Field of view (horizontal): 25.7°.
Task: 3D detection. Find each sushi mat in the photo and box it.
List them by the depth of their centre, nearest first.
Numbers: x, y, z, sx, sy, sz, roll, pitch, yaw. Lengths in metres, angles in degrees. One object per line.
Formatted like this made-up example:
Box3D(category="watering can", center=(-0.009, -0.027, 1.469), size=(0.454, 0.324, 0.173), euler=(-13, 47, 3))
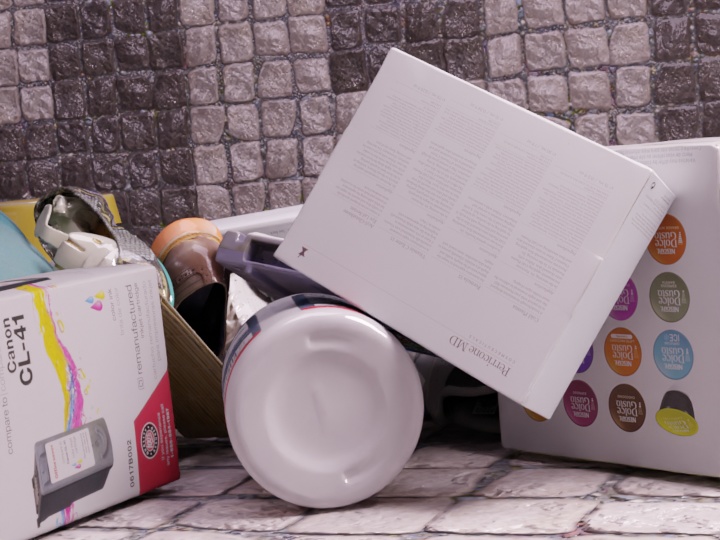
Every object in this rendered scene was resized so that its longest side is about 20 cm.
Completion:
Box3D(category="sushi mat", center=(-0.136, 0.068, 1.125), size=(0.095, 0.012, 0.200), euler=(0, -35, 31))

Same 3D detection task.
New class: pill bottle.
Box3D(category="pill bottle", center=(-0.030, 0.076, 1.021), size=(0.119, 0.120, 0.200), euler=(-5, 4, -5))

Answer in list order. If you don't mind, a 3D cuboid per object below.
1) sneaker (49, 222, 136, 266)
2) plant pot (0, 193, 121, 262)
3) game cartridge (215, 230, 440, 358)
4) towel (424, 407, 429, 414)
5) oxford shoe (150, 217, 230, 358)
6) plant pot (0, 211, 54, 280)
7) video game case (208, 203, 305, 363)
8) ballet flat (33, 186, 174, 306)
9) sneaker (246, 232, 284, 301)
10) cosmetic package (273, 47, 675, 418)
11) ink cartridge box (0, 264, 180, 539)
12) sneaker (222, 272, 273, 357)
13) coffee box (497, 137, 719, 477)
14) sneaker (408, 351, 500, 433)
Box3D(category="sneaker", center=(-0.162, 0.036, 1.305), size=(0.087, 0.200, 0.074), euler=(-45, 24, 0))
Box3D(category="plant pot", center=(-0.296, 0.024, 1.541), size=(0.200, 0.190, 0.201), euler=(-4, 5, 0))
Box3D(category="game cartridge", center=(0.008, 0.022, 1.113), size=(0.199, 0.039, 0.130), euler=(11, -20, 39))
Box3D(category="towel", center=(0.054, 0.087, 1.264), size=(0.199, 0.049, 0.112), euler=(-5, 5, -10))
Box3D(category="oxford shoe", center=(-0.143, 0.059, 1.195), size=(0.071, 0.201, 0.073), euler=(-3, 41, -24))
Box3D(category="plant pot", center=(-0.293, 0.059, 1.172), size=(0.199, 0.201, 0.188), euler=(-7, 21, -33))
Box3D(category="video game case", center=(-0.042, 0.022, 1.368), size=(0.199, 0.183, 0.024), euler=(-10, 37, -3))
Box3D(category="ballet flat", center=(-0.202, -0.010, 1.174), size=(0.072, 0.072, 0.200), euler=(-6, 26, -25))
Box3D(category="sneaker", center=(0.000, 0.000, 1.252), size=(0.199, 0.088, 0.075), euler=(17, 18, 11))
Box3D(category="cosmetic package", center=(0.064, -0.026, 0.944), size=(0.200, 0.151, 0.052), euler=(31, -1, 33))
Box3D(category="ink cartridge box", center=(-0.205, 0.080, 0.960), size=(0.085, 0.148, 0.200), euler=(-3, 6, 28))
Box3D(category="sneaker", center=(-0.092, 0.053, 1.249), size=(0.099, 0.078, 0.200), euler=(33, 16, -19))
Box3D(category="coffee box", center=(0.222, 0.014, 1.029), size=(0.199, 0.199, 0.199), euler=(-8, 6, -38))
Box3D(category="sneaker", center=(0.134, 0.064, 1.150), size=(0.199, 0.075, 0.116), euler=(-26, 32, 4))
